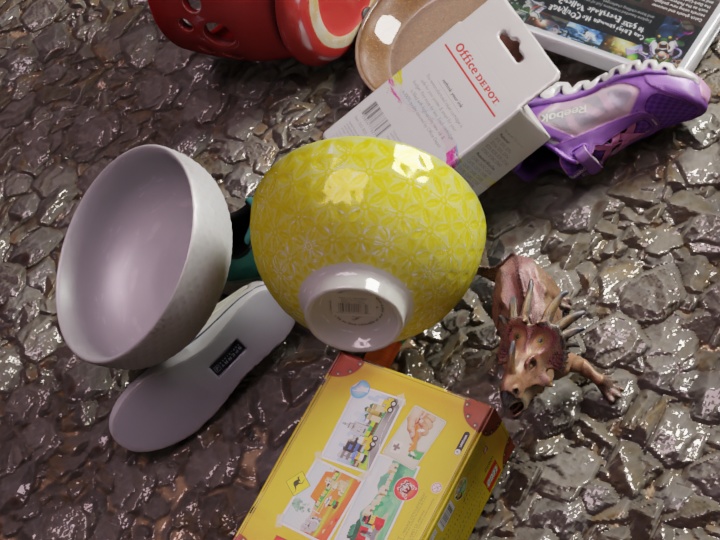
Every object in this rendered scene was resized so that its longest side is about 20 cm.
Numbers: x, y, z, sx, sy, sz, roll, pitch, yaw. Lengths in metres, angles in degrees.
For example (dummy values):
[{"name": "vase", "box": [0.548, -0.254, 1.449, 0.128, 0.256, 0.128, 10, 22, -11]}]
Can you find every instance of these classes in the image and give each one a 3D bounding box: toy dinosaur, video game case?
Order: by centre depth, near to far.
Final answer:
[{"name": "toy dinosaur", "box": [0.135, 0.037, 1.346, 0.086, 0.136, 0.201, -26, 48, 7]}, {"name": "video game case", "box": [0.246, -0.261, 1.559, 0.199, 0.023, 0.182, 24, 64, 26]}]

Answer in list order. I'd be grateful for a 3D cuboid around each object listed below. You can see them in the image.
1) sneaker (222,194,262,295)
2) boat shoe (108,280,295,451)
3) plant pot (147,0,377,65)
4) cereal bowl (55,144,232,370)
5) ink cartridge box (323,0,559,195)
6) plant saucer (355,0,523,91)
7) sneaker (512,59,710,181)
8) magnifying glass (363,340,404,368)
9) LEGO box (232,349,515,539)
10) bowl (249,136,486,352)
[{"name": "sneaker", "box": [-0.062, -0.033, 1.533, 0.199, 0.080, 0.072, -14, 50, 17]}, {"name": "boat shoe", "box": [-0.145, 0.081, 1.511, 0.200, 0.071, 0.070, -44, 21, -3]}, {"name": "plant pot", "box": [-0.088, -0.300, 1.673, 0.182, 0.201, 0.201, 19, 66, 27]}, {"name": "cereal bowl", "box": [-0.179, -0.005, 1.486, 0.200, 0.083, 0.201, -22, 58, 42]}, {"name": "ink cartridge box", "box": [0.080, -0.129, 1.459, 0.200, 0.068, 0.115, -38, 56, 12]}, {"name": "plant saucer", "box": [0.093, -0.226, 1.630, 0.199, 0.037, 0.201, -14, 51, 18]}, {"name": "sneaker", "box": [0.208, -0.123, 1.474, 0.199, 0.080, 0.089, -8, 60, 28]}, {"name": "magnifying glass", "box": [0.034, 0.041, 1.472, 0.079, 0.022, 0.201, 12, 64, 33]}, {"name": "LEGO box", "box": [0.008, 0.183, 1.330, 0.148, 0.077, 0.201, 19, 67, 29]}, {"name": "bowl", "box": [0.000, 0.000, 1.365, 0.199, 0.200, 0.108, -10, 44, 20]}]
